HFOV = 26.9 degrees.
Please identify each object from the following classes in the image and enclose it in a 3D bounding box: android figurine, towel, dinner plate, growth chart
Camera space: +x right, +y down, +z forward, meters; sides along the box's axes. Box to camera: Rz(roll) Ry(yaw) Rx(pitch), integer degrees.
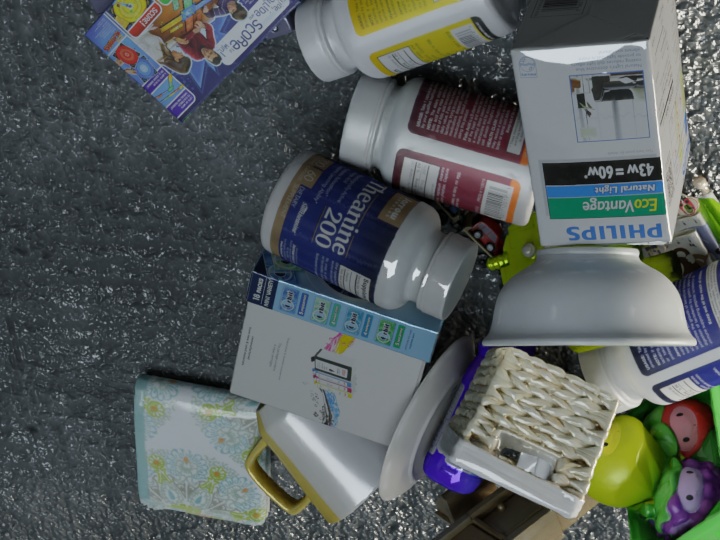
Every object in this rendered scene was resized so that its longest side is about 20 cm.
[{"bbox_3d":[0.222,-0.010,1.530,0.198,0.041,0.184,-15,78,27],"label":"android figurine"},{"bbox_3d":[-0.193,0.223,1.859,0.169,0.048,0.202,8,125,8],"label":"towel"},{"bbox_3d":[0.080,0.165,1.642,0.024,0.200,0.202,26,128,18],"label":"dinner plate"},{"bbox_3d":[0.316,-0.001,1.574,0.199,0.018,0.145,-32,110,32],"label":"growth chart"}]

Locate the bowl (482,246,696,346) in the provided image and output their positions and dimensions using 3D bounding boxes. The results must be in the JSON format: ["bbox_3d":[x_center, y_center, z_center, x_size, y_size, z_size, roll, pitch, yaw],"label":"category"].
[{"bbox_3d":[0.212,0.026,1.399,0.199,0.201,0.092,0,87,16],"label":"bowl"}]

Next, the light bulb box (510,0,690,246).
[{"bbox_3d":[0.226,-0.157,1.383,0.123,0.199,0.202,-1,122,19],"label":"light bulb box"}]

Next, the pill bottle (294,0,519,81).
[{"bbox_3d":[0.041,-0.248,1.429,0.198,0.112,0.112,-16,117,25],"label":"pill bottle"}]

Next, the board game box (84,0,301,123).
[{"bbox_3d":[-0.165,-0.255,1.493,0.135,0.035,0.200,42,124,-14],"label":"board game box"}]

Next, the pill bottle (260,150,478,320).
[{"bbox_3d":[0.010,-0.030,1.485,0.199,0.111,0.112,26,128,13],"label":"pill bottle"}]

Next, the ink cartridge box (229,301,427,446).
[{"bbox_3d":[-0.019,0.068,1.639,0.198,0.148,0.146,18,126,4],"label":"ink cartridge box"}]

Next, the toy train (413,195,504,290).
[{"bbox_3d":[0.128,-0.036,1.595,0.200,0.034,0.046,44,120,-15],"label":"toy train"}]

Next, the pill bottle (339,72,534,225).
[{"bbox_3d":[0.086,-0.125,1.497,0.198,0.115,0.115,17,126,6],"label":"pill bottle"}]

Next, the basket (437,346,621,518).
[{"bbox_3d":[0.162,0.152,1.471,0.134,0.200,0.124,25,86,0],"label":"basket"}]

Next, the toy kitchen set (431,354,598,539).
[{"bbox_3d":[0.137,0.215,1.692,0.163,0.199,0.182,24,142,55],"label":"toy kitchen set"}]

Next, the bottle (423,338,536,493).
[{"bbox_3d":[0.135,0.137,1.609,0.065,0.083,0.202,26,94,12],"label":"bottle"}]

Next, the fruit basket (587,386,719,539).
[{"bbox_3d":[0.313,0.201,1.596,0.215,0.216,0.155,40,125,-12],"label":"fruit basket"}]

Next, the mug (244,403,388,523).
[{"bbox_3d":[-0.051,0.197,1.732,0.153,0.149,0.187,43,91,-5],"label":"mug"}]

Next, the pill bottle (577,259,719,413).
[{"bbox_3d":[0.329,0.068,1.535,0.199,0.116,0.116,-26,113,30],"label":"pill bottle"}]

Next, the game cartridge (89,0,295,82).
[{"bbox_3d":[-0.176,-0.275,1.526,0.198,0.039,0.130,-14,122,24],"label":"game cartridge"}]

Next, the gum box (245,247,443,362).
[{"bbox_3d":[0.000,0.000,1.573,0.198,0.170,0.045,18,127,5],"label":"gum box"}]
